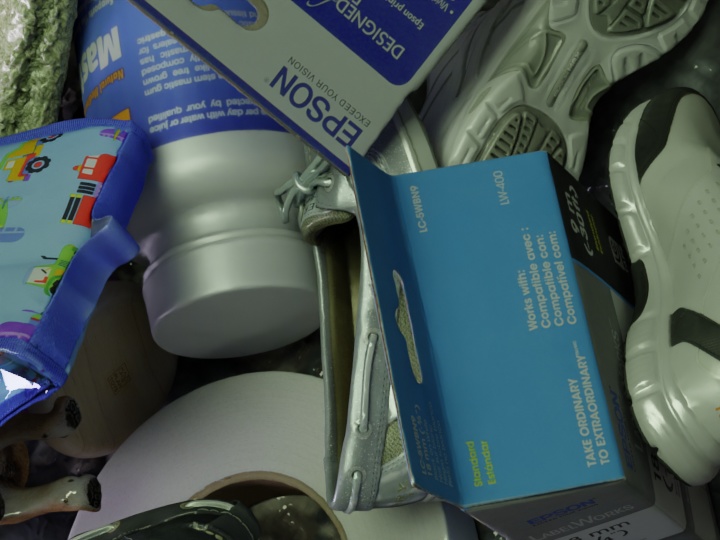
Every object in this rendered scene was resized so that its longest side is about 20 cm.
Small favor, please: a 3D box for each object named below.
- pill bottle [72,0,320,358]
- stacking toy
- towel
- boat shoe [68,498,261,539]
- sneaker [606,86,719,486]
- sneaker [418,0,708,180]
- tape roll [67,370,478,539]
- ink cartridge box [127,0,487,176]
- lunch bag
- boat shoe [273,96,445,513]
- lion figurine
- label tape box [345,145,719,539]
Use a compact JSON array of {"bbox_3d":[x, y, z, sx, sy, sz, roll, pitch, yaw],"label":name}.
[{"bbox_3d":[-0.069,-0.067,1.321,0.112,0.112,0.201,-19,65,22],"label":"pill bottle"},{"bbox_3d":[-0.181,0.018,1.382,0.200,0.085,0.086,23,86,39],"label":"stacking toy"},{"bbox_3d":[-0.163,-0.124,1.356,0.148,0.036,0.200,-119,38,-57],"label":"towel"},{"bbox_3d":[-0.129,0.155,1.278,0.200,0.072,0.068,-25,26,27],"label":"boat shoe"},{"bbox_3d":[0.151,-0.003,1.181,0.080,0.074,0.200,-28,41,25],"label":"sneaker"},{"bbox_3d":[0.077,-0.104,1.278,0.200,0.078,0.099,-53,30,-11],"label":"sneaker"},{"bbox_3d":[-0.042,0.144,1.283,0.202,0.037,0.203,-9,69,25],"label":"tape roll"},{"bbox_3d":[-0.020,-0.177,1.177,0.200,0.198,0.047,-51,21,0],"label":"ink cartridge box"},{"bbox_3d":[-0.177,0.010,1.235,0.200,0.094,0.151,-21,31,31],"label":"lunch bag"},{"bbox_3d":[0.000,0.001,1.226,0.074,0.065,0.203,150,112,-67],"label":"boat shoe"},{"bbox_3d":[-0.187,0.111,1.248,0.122,0.200,0.073,-11,105,22],"label":"lion figurine"},{"bbox_3d":[0.073,0.035,1.158,0.063,0.200,0.145,-19,66,18],"label":"label tape box"}]
